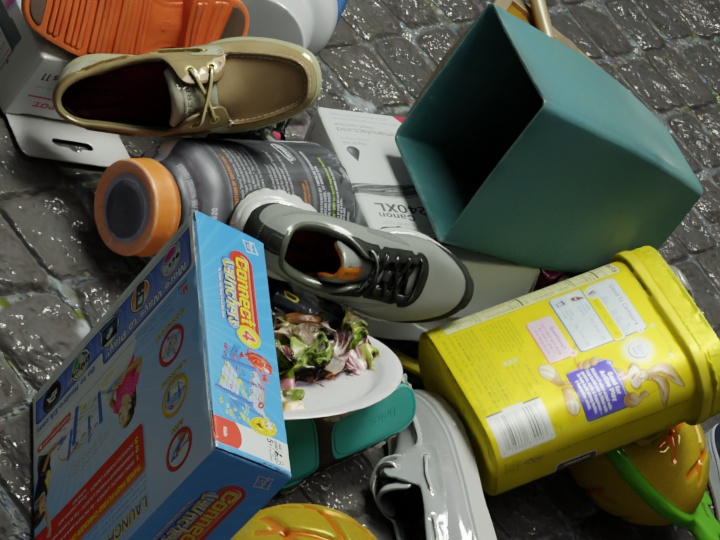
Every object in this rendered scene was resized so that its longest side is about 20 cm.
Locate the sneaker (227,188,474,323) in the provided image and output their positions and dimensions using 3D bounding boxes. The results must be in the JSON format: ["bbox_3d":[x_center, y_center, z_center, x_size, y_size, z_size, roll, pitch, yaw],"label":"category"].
[{"bbox_3d":[0.000,0.000,1.543,0.199,0.074,0.079,16,9,-29],"label":"sneaker"}]

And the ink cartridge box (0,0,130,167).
[{"bbox_3d":[-0.235,-0.178,1.639,0.117,0.067,0.201,6,47,-44],"label":"ink cartridge box"}]

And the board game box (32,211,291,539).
[{"bbox_3d":[-0.129,0.101,1.299,0.056,0.200,0.196,24,36,-29],"label":"board game box"}]

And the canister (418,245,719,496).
[{"bbox_3d":[0.160,0.077,1.609,0.199,0.087,0.149,-19,52,-14],"label":"canister"}]

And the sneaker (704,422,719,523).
[{"bbox_3d":[0.364,0.190,1.822,0.070,0.109,0.201,20,38,-31],"label":"sneaker"}]

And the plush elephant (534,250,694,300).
[{"bbox_3d":[0.193,0.007,1.805,0.165,0.155,0.200,51,33,13],"label":"plush elephant"}]

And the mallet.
[{"bbox_3d":[0.015,0.068,1.657,0.199,0.041,0.066,23,33,-22],"label":"mallet"}]

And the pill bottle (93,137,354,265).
[{"bbox_3d":[-0.106,-0.048,1.589,0.199,0.106,0.106,-1,52,-48],"label":"pill bottle"}]

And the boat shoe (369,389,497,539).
[{"bbox_3d":[0.043,0.165,1.545,0.068,0.072,0.201,8,46,-25],"label":"boat shoe"}]

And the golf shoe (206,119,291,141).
[{"bbox_3d":[-0.087,-0.148,1.663,0.077,0.089,0.200,18,-10,1],"label":"golf shoe"}]

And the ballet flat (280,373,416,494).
[{"bbox_3d":[-0.045,0.113,1.509,0.199,0.076,0.064,-12,22,-43],"label":"ballet flat"}]

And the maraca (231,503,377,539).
[{"bbox_3d":[-0.048,0.216,1.338,0.137,0.107,0.200,43,31,14],"label":"maraca"}]

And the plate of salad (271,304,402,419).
[{"bbox_3d":[-0.068,0.056,1.481,0.199,0.048,0.200,3,19,-1],"label":"plate of salad"}]

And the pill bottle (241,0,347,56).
[{"bbox_3d":[-0.067,-0.248,1.866,0.112,0.112,0.200,35,32,-11],"label":"pill bottle"}]

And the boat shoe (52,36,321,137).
[{"bbox_3d":[-0.128,-0.127,1.535,0.066,0.199,0.074,-71,154,-72],"label":"boat shoe"}]

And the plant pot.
[{"bbox_3d":[0.159,-0.086,1.662,0.199,0.141,0.142,20,31,-32],"label":"plant pot"}]

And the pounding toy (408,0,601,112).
[{"bbox_3d":[0.158,-0.193,2.020,0.184,0.142,0.200,40,32,-6],"label":"pounding toy"}]

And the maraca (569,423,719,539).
[{"bbox_3d":[0.236,0.155,1.717,0.200,0.107,0.137,42,22,-33],"label":"maraca"}]

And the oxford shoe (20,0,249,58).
[{"bbox_3d":[-0.184,-0.199,1.614,0.199,0.072,0.073,5,20,-43],"label":"oxford shoe"}]

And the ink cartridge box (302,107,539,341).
[{"bbox_3d":[0.042,-0.036,1.709,0.145,0.084,0.200,5,37,-25],"label":"ink cartridge box"}]
